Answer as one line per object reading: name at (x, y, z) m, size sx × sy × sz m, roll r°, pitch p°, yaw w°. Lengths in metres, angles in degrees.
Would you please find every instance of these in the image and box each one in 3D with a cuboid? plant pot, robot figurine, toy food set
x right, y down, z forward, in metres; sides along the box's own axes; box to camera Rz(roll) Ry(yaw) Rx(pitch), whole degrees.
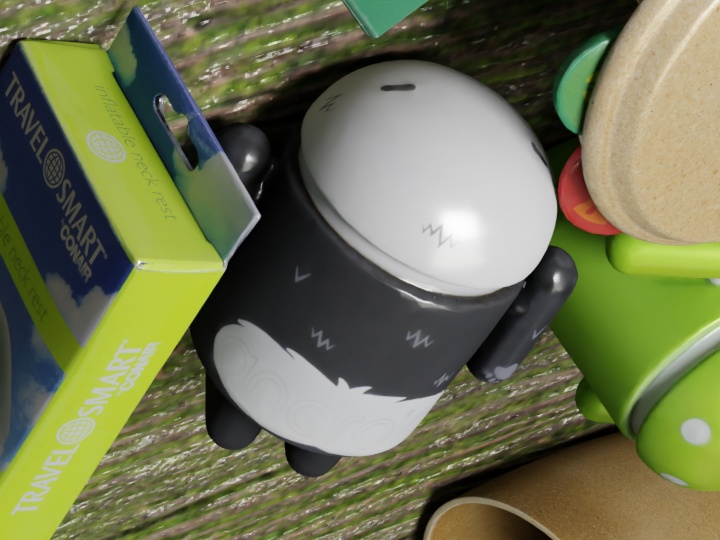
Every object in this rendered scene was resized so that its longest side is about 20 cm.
plant pot at (0.174, 0.176, 1.327) m, size 0.200 × 0.186 × 0.186 m, roll -30°, pitch 153°, yaw -32°
robot figurine at (0.001, -0.001, 0.939) m, size 0.150 × 0.125 × 0.200 m, roll -13°, pitch 146°, yaw -48°
toy food set at (0.166, -0.089, 0.888) m, size 0.200 × 0.049 × 0.198 m, roll 3°, pitch 127°, yaw -42°
robot figurine at (0.156, 0.020, 1.032) m, size 0.116 × 0.200 × 0.176 m, roll -24°, pitch 152°, yaw -17°

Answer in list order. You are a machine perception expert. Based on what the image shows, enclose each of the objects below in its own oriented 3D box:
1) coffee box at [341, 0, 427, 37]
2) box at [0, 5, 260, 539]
coffee box at (0.054, -0.176, 0.716) m, size 0.200 × 0.044 × 0.123 m, roll -36°, pitch 150°, yaw 6°
box at (-0.125, 0.007, 0.829) m, size 0.048 × 0.122 × 0.200 m, roll 1°, pitch 136°, yaw -42°
